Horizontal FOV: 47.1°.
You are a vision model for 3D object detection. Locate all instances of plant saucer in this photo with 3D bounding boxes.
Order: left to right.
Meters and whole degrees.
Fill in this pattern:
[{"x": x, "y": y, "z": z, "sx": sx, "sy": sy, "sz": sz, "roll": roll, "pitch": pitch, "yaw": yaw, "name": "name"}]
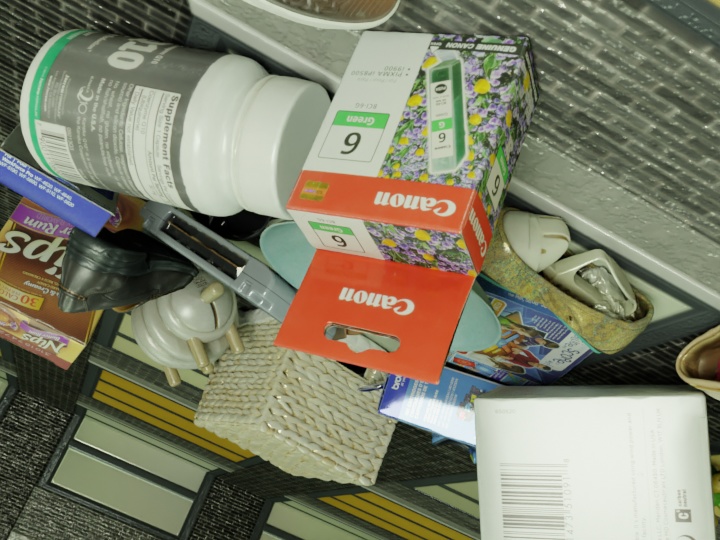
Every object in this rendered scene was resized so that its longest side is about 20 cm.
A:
[{"x": 0.020, "y": 0.002, "z": 0.644, "sx": 0.201, "sy": 0.039, "sz": 0.201, "roll": 22, "pitch": 160, "yaw": 8, "name": "plant saucer"}]

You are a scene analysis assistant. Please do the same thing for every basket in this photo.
[{"x": -0.076, "y": 0.159, "z": 1.045, "sx": 0.198, "sy": 0.161, "sz": 0.200, "roll": 35, "pitch": 155, "yaw": -28, "name": "basket"}]

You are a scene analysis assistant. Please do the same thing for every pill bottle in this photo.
[{"x": -0.128, "y": -0.102, "z": 0.590, "sx": 0.200, "sy": 0.113, "sz": 0.113, "roll": 14, "pitch": 155, "yaw": 18, "name": "pill bottle"}]

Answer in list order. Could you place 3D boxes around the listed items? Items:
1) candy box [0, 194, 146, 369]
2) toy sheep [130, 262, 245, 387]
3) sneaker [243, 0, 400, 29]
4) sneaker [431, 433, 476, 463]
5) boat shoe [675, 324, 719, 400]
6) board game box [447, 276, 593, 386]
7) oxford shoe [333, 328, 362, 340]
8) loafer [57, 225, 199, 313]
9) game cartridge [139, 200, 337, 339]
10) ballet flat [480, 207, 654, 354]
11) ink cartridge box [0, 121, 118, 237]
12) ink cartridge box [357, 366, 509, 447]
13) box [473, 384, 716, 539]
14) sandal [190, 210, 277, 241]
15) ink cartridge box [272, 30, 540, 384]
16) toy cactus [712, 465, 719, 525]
[{"x": -0.294, "y": -0.015, "z": 0.810, "sx": 0.117, "sy": 0.200, "sz": 0.056, "roll": 31, "pitch": 133, "yaw": -20, "name": "candy box"}, {"x": -0.204, "y": 0.057, "z": 0.978, "sx": 0.138, "sy": 0.138, "sz": 0.200, "roll": 33, "pitch": 141, "yaw": -23, "name": "toy sheep"}, {"x": -0.072, "y": -0.188, "z": 0.445, "sx": 0.200, "sy": 0.073, "sz": 0.085, "roll": 21, "pitch": -172, "yaw": -12, "name": "sneaker"}, {"x": 0.188, "y": 0.225, "z": 1.058, "sx": 0.200, "sy": 0.079, "sz": 0.066, "roll": 17, "pitch": 154, "yaw": 9, "name": "sneaker"}, {"x": 0.300, "y": 0.060, "z": 0.611, "sx": 0.069, "sy": 0.074, "sz": 0.200, "roll": 16, "pitch": 157, "yaw": 0, "name": "boat shoe"}, {"x": 0.143, "y": 0.058, "z": 0.791, "sx": 0.135, "sy": 0.035, "sz": 0.200, "roll": 21, "pitch": 157, "yaw": 1, "name": "board game box"}, {"x": 0.000, "y": 0.000, "z": 0.783, "sx": 0.071, "sy": 0.071, "sz": 0.200, "roll": -9, "pitch": 152, "yaw": -5, "name": "oxford shoe"}, {"x": -0.220, "y": 0.004, "z": 0.780, "sx": 0.073, "sy": 0.072, "sz": 0.200, "roll": 30, "pitch": -176, "yaw": 17, "name": "loafer"}, {"x": -0.115, "y": 0.004, "z": 0.793, "sx": 0.200, "sy": 0.042, "sz": 0.133, "roll": 30, "pitch": 176, "yaw": 37, "name": "game cartridge"}, {"x": 0.150, "y": -0.004, "z": 0.633, "sx": 0.200, "sy": 0.071, "sz": 0.071, "roll": 34, "pitch": 154, "yaw": -22, "name": "ballet flat"}, {"x": -0.257, "y": -0.084, "z": 0.709, "sx": 0.099, "sy": 0.039, "sz": 0.200, "roll": 33, "pitch": -172, "yaw": -21, "name": "ink cartridge box"}, {"x": 0.100, "y": 0.148, "z": 0.933, "sx": 0.200, "sy": 0.077, "sz": 0.136, "roll": 19, "pitch": 174, "yaw": 13, "name": "ink cartridge box"}, {"x": 0.216, "y": 0.207, "z": 0.755, "sx": 0.199, "sy": 0.200, "sz": 0.131, "roll": -4, "pitch": 176, "yaw": 19, "name": "box"}, {"x": -0.105, "y": -0.059, "z": 0.746, "sx": 0.076, "sy": 0.043, "sz": 0.200, "roll": 34, "pitch": 156, "yaw": -25, "name": "sandal"}, {"x": 0.022, "y": -0.045, "z": 0.471, "sx": 0.109, "sy": 0.200, "sz": 0.050, "roll": 10, "pitch": 154, "yaw": 26, "name": "ink cartridge box"}, {"x": 0.362, "y": 0.235, "z": 0.928, "sx": 0.200, "sy": 0.102, "sz": 0.165, "roll": 29, "pitch": 167, "yaw": -36, "name": "toy cactus"}]
